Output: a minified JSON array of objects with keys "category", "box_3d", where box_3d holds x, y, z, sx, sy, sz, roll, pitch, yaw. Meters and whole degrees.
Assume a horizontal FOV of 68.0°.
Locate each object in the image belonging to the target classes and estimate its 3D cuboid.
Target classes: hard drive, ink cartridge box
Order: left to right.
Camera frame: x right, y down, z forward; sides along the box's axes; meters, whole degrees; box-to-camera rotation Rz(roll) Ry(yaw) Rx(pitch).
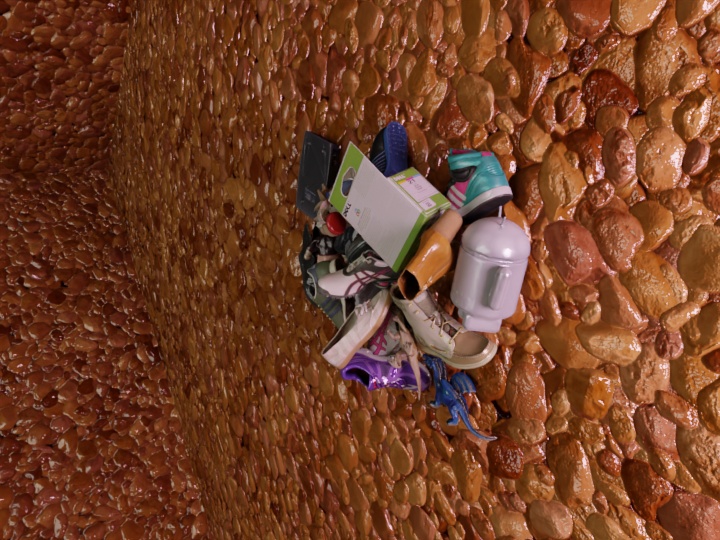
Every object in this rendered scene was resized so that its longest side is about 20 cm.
[{"category":"hard drive","box_3d":[-0.107,-0.233,1.334,0.134,0.042,0.204,37,125,44]},{"category":"ink cartridge box","box_3d":[0.046,-0.124,0.964,0.200,0.075,0.149,47,139,19]}]

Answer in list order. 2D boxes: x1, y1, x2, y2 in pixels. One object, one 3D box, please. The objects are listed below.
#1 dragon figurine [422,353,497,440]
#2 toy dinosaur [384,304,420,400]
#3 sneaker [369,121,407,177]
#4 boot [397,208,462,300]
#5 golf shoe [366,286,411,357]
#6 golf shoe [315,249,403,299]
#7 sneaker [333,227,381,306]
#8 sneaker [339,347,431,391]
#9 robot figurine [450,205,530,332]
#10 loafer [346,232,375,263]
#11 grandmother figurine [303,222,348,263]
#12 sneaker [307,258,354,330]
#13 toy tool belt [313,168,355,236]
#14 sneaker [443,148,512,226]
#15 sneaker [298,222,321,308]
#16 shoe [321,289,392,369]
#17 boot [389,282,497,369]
[{"category":"dragon figurine","box_3d":[0.180,0.235,1.015,0.200,0.058,0.101,44,138,49]},{"category":"toy dinosaur","box_3d":[0.095,0.158,1.051,0.057,0.101,0.204,-20,81,24]},{"category":"sneaker","box_3d":[0.053,-0.195,1.080,0.078,0.069,0.205,-24,56,62]},{"category":"boot","box_3d":[0.121,-0.005,0.920,0.070,0.145,0.202,33,165,23]},{"category":"golf shoe","box_3d":[0.066,0.139,1.147,0.091,0.072,0.204,28,119,46]},{"category":"golf shoe","box_3d":[0.000,0.000,1.109,0.078,0.195,0.090,-110,11,-56]},{"category":"sneaker","box_3d":[-0.007,-0.019,1.219,0.113,0.074,0.205,15,107,56]},{"category":"sneaker","box_3d":[0.050,0.227,1.121,0.195,0.084,0.082,9,122,11]},{"category":"robot figurine","box_3d":[0.213,0.000,0.881,0.170,0.110,0.204,-102,18,-68]},{"category":"loafer","box_3d":[0.049,-0.087,1.108,0.198,0.071,0.064,-34,51,26]},{"category":"grandmother figurine","box_3d":[-0.082,-0.041,1.312,0.061,0.118,0.205,-69,-20,-78]},{"category":"sneaker","box_3d":[-0.071,0.070,1.278,0.088,0.067,0.204,-6,111,18]},{"category":"toy tool belt","box_3d":[-0.038,-0.135,1.136,0.125,0.201,0.122,48,147,-18]},{"category":"sneaker","box_3d":[0.174,-0.149,0.932,0.199,0.082,0.123,-28,70,57]},{"category":"sneaker","box_3d":[-0.114,-0.013,1.374,0.104,0.059,0.203,-42,61,52]},{"category":"shoe","box_3d":[-0.006,0.115,1.091,0.201,0.053,0.070,-53,16,11]},{"category":"boot","box_3d":[0.145,0.093,0.977,0.199,0.072,0.156,11,138,56]}]
